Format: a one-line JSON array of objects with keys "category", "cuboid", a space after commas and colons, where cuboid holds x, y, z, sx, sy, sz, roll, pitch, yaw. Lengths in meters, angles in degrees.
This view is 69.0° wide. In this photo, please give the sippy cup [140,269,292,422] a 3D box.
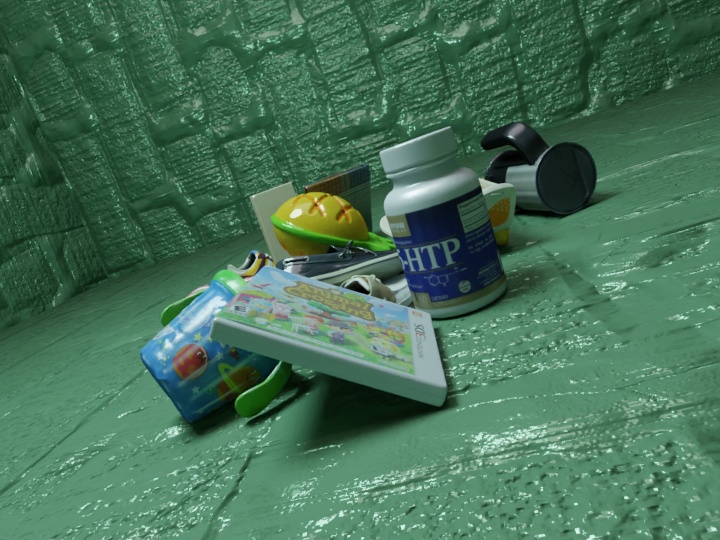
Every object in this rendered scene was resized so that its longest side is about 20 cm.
[{"category": "sippy cup", "cuboid": [-0.165, 0.091, 0.585, 0.130, 0.141, 0.177, -36, 9, -24]}]

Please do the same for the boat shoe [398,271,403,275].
[{"category": "boat shoe", "cuboid": [0.000, -0.001, 0.849, 0.196, 0.067, 0.075, -16, 12, 15]}]

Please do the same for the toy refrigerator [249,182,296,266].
[{"category": "toy refrigerator", "cuboid": [-0.129, -0.050, 0.950, 0.075, 0.203, 0.070, -22, 12, -13]}]

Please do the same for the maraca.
[{"category": "maraca", "cuboid": [-0.037, -0.056, 0.785, 0.196, 0.109, 0.137, 12, 16, -15]}]

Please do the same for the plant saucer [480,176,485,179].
[{"category": "plant saucer", "cuboid": [0.361, -0.208, 1.235, 0.199, 0.049, 0.198, -29, 15, -36]}]

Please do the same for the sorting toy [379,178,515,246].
[{"category": "sorting toy", "cuboid": [0.126, -0.084, 0.839, 0.177, 0.109, 0.200, -13, 19, -7]}]

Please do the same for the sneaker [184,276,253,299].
[{"category": "sneaker", "cuboid": [-0.267, 0.063, 0.980, 0.197, 0.075, 0.087, -18, 13, 8]}]

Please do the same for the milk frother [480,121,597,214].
[{"category": "milk frother", "cuboid": [0.271, -0.139, 0.936, 0.203, 0.178, 0.188, -63, 15, 1]}]

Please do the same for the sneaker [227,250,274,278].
[{"category": "sneaker", "cuboid": [-0.196, -0.010, 1.148, 0.074, 0.092, 0.199, -6, 18, 47]}]

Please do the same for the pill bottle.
[{"category": "pill bottle", "cuboid": [0.094, -0.058, 0.629, 0.118, 0.203, 0.120, -18, 11, 4]}]

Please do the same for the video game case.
[{"category": "video game case", "cuboid": [-0.021, 0.051, 0.503, 0.196, 0.022, 0.182, 16, 14, -1]}]

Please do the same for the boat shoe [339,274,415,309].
[{"category": "boat shoe", "cuboid": [0.009, 0.040, 0.652, 0.074, 0.069, 0.199, -9, 16, 39]}]

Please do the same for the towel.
[{"category": "towel", "cuboid": [-0.034, -0.070, 0.909, 0.145, 0.203, 0.022, -27, 37, -36]}]

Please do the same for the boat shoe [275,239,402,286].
[{"category": "boat shoe", "cuboid": [-0.023, -0.005, 0.709, 0.197, 0.063, 0.075, -13, -25, -21]}]

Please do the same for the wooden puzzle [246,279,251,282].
[{"category": "wooden puzzle", "cuboid": [-0.088, 0.035, 0.751, 0.183, 0.038, 0.199, 24, 40, 36]}]
